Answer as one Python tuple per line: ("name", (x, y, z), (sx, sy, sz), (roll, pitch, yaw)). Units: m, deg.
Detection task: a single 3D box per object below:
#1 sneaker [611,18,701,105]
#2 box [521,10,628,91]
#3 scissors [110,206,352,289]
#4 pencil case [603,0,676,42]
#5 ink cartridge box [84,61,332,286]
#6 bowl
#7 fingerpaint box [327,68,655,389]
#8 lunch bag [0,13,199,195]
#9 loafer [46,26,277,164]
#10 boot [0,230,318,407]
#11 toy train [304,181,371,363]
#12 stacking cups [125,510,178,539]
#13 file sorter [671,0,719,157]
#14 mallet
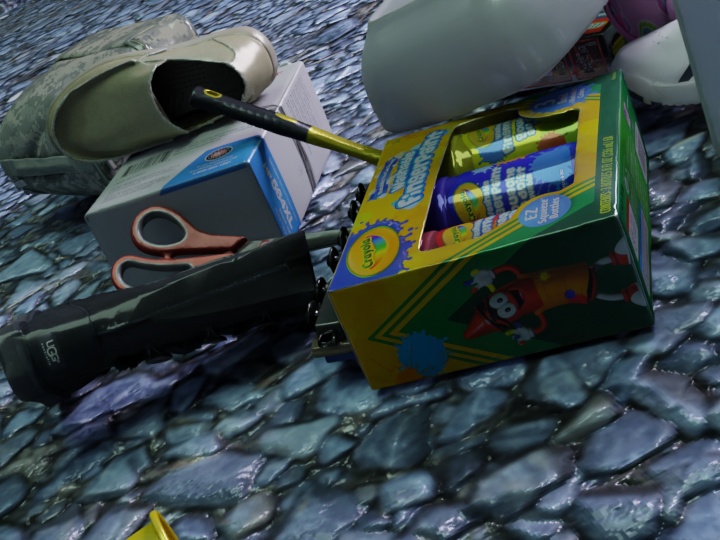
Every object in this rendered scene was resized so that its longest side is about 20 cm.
("sneaker", (0.243, -0.188, 0.780), (0.197, 0.130, 0.080), (-8, 34, 31))
("box", (0.148, -0.196, 1.042), (0.198, 0.040, 0.137), (-3, 32, 40))
("scissors", (-0.079, -0.007, 0.878), (0.197, 0.014, 0.074), (5, 64, 7))
("pencil case", (0.260, -0.239, 0.908), (0.199, 0.088, 0.087), (-35, 26, -31))
("ink cartridge box", (-0.113, -0.077, 0.997), (0.144, 0.085, 0.201), (-16, 25, 20))
("bowl", (0.090, -0.196, 0.850), (0.200, 0.075, 0.199), (-52, 20, -25))
("fingerpaint box", (0.084, -0.031, 0.735), (0.165, 0.074, 0.201), (-15, 26, 21))
("lunch bag", (-0.241, -0.141, 1.179), (0.199, 0.140, 0.168), (4, 36, 48))
("loafer", (-0.163, -0.137, 0.971), (0.198, 0.076, 0.068), (-21, 19, 11))
("boot", (-0.127, 0.027, 0.821), (0.198, 0.066, 0.165), (-22, 5, -6))
("toy train", (0.000, 0.000, 0.789), (0.034, 0.046, 0.201), (-8, 27, 16))
("stacking cups", (-0.161, 0.189, 0.553), (0.199, 0.061, 0.060), (-33, 25, -12))
("file sorter", (0.293, -0.140, 0.679), (0.198, 0.140, 0.125), (-23, 27, 5))
("mallet", (-0.027, -0.101, 0.909), (0.198, 0.042, 0.066), (23, 33, 12))
